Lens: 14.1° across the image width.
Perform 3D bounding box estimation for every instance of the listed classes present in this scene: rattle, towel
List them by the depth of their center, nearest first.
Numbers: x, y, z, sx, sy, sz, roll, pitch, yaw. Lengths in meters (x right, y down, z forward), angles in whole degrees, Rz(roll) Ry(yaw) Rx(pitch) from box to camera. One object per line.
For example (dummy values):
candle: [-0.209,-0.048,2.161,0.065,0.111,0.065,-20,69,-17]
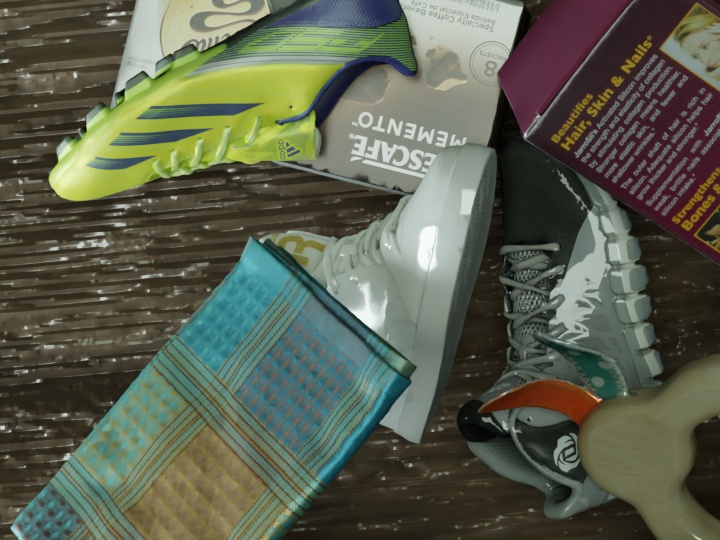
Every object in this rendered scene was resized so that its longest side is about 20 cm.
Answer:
towel: [-0.075,0.089,1.436,0.200,0.022,0.147,-49,44,-1]
rattle: [0.173,0.067,1.477,0.199,0.143,0.131,18,134,11]

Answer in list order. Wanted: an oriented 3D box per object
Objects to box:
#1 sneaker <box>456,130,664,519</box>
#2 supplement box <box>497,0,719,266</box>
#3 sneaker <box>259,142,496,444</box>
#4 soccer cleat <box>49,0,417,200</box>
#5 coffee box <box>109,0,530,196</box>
sneaker: [0.091,0.034,1.494,0.115,0.075,0.201,-23,96,-32]
supplement box: [0.182,-0.075,1.466,0.200,0.086,0.110,32,108,-21]
sneaker: [0.000,0.000,1.490,0.115,0.074,0.201,22,135,8]
soccer cleat: [-0.063,-0.079,1.464,0.200,0.065,0.084,-31,96,6]
coffee box: [-0.019,-0.107,1.531,0.199,0.080,0.114,15,91,4]
